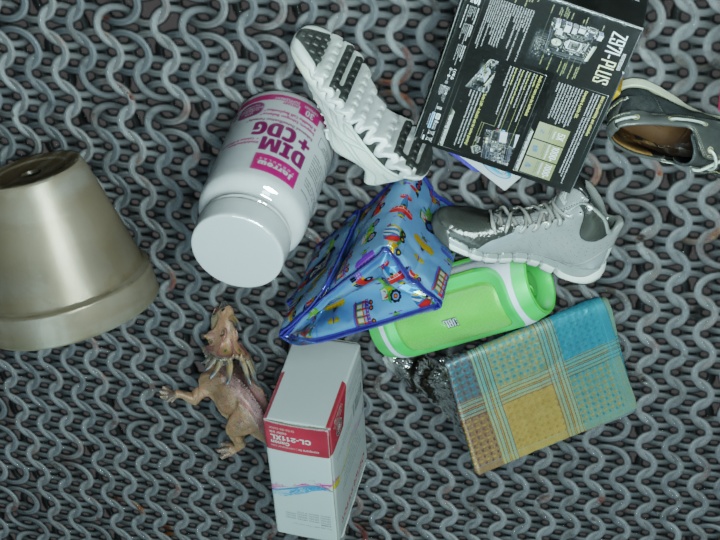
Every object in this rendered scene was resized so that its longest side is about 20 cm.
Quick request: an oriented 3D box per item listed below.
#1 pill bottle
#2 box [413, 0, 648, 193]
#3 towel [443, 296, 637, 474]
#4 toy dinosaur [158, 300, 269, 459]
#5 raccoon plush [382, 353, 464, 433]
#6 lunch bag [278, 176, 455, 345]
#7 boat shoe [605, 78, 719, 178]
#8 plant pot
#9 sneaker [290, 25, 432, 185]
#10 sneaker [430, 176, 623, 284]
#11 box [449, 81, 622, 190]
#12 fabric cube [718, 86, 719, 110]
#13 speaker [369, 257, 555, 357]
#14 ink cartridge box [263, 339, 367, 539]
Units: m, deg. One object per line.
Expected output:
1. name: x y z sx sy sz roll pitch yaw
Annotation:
1. pill bottle: -0.099 -0.083 1.696 0.113 0.200 0.114 8 133 9
2. box: 0.157 -0.194 1.548 0.163 0.086 0.200 18 132 0
3. towel: 0.197 0.125 1.824 0.199 0.022 0.147 -21 110 -11
4. toy dinosaur: -0.143 0.148 1.975 0.200 0.086 0.135 50 139 -11
5. raccoon plush: 0.137 0.100 1.898 0.200 0.134 0.097 39 156 24
6. lunch bag: 0.000 0.000 1.776 0.200 0.151 0.094 -29 117 35
7. boat shoe: 0.332 -0.118 1.631 0.199 0.068 0.072 21 132 -5
8. plant pot: -0.342 -0.031 1.841 0.199 0.200 0.174 -6 113 21
9. sneaker: -0.014 -0.160 1.695 0.081 0.075 0.200 -16 123 42
10. sneaker: 0.180 -0.061 1.719 0.199 0.075 0.116 12 131 -18
11. box: 0.151 -0.164 1.661 0.119 0.042 0.200 35 129 -16
12. fabric cube: 0.456 -0.169 1.461 0.200 0.196 0.199 -28 117 35
13. speaker: 0.109 0.037 1.823 0.200 0.089 0.089 -17 124 29
14. ink cartridge box: -0.051 0.201 1.974 0.083 0.146 0.200 7 132 12
